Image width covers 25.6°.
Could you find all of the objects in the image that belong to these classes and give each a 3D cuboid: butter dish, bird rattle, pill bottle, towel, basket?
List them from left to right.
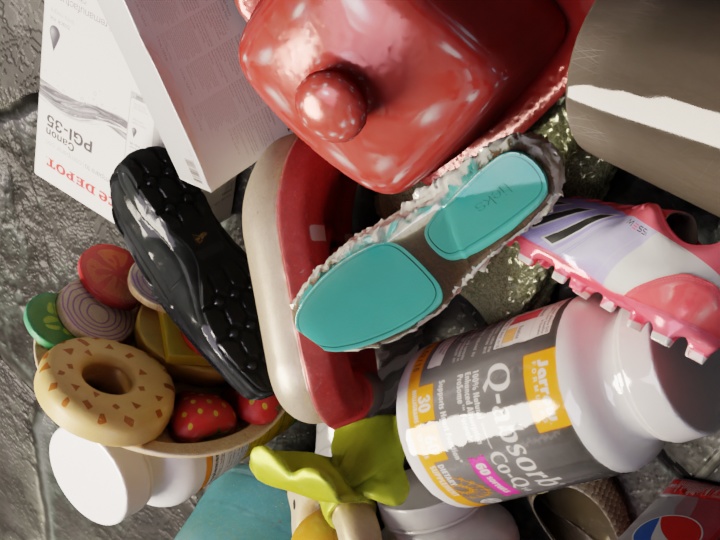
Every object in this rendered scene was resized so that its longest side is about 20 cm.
[{"bbox_3d":[-0.138,0.112,1.218,0.111,0.200,0.112,20,125,32],"label":"pill bottle"},{"bbox_3d":[-0.004,0.201,1.104,0.201,0.112,0.163,71,160,6],"label":"bird rattle"},{"bbox_3d":[0.010,-0.127,0.924,0.200,0.148,0.199,42,136,-4],"label":"butter dish"},{"bbox_3d":[0.074,0.247,1.169,0.112,0.112,0.201,-2,111,42],"label":"pill bottle"},{"bbox_3d":[0.089,-0.063,1.041,0.148,0.036,0.200,41,133,16],"label":"towel"},{"bbox_3d":[0.129,0.080,1.022,0.199,0.116,0.117,-21,98,40],"label":"pill bottle"},{"bbox_3d":[0.221,-0.088,0.843,0.199,0.136,0.181,25,150,35],"label":"basket"}]

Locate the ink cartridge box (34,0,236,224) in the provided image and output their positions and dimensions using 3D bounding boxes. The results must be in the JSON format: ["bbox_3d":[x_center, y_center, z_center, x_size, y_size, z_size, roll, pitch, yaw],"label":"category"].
[{"bbox_3d":[-0.163,-0.135,1.189,0.146,0.083,0.201,30,130,24],"label":"ink cartridge box"}]

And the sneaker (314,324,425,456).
[{"bbox_3d":[-0.005,0.079,1.186,0.082,0.075,0.201,31,119,33],"label":"sneaker"}]

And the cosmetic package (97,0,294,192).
[{"bbox_3d":[-0.116,-0.160,1.046,0.051,0.082,0.201,25,143,53],"label":"cosmetic package"}]

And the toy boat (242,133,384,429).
[{"bbox_3d":[0.000,0.000,1.057,0.130,0.130,0.201,-11,87,10],"label":"toy boat"}]

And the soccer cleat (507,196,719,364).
[{"bbox_3d":[0.154,-0.013,0.929,0.077,0.067,0.200,-59,34,4],"label":"soccer cleat"}]

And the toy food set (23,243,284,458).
[{"bbox_3d":[-0.144,0.056,1.154,0.198,0.199,0.049,-107,27,-45],"label":"toy food set"}]

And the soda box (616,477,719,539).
[{"bbox_3d":[0.183,0.210,0.989,0.063,0.200,0.070,4,116,40],"label":"soda box"}]

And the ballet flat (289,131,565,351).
[{"bbox_3d":[0.046,-0.017,0.965,0.200,0.072,0.072,-34,88,24],"label":"ballet flat"}]

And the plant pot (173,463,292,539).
[{"bbox_3d":[-0.091,0.287,1.239,0.200,0.188,0.200,30,150,19],"label":"plant pot"}]

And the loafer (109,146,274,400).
[{"bbox_3d":[-0.115,0.006,1.127,0.201,0.068,0.070,57,147,9],"label":"loafer"}]

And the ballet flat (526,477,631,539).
[{"bbox_3d":[0.164,0.198,1.110,0.067,0.046,0.201,-28,92,45],"label":"ballet flat"}]
